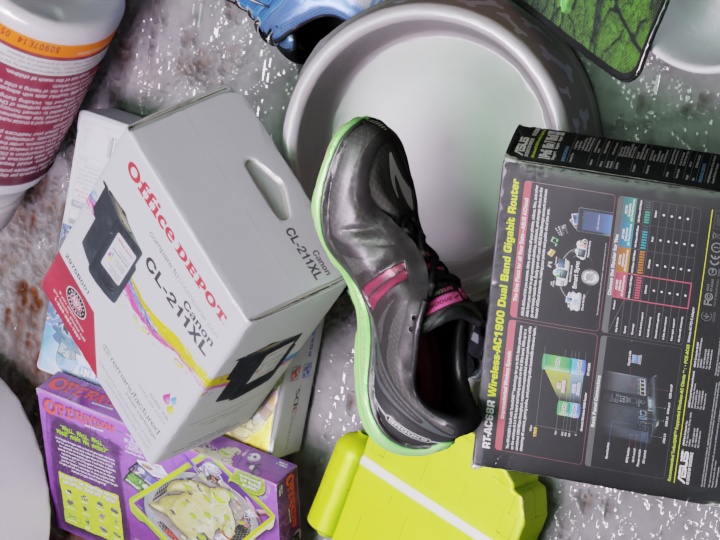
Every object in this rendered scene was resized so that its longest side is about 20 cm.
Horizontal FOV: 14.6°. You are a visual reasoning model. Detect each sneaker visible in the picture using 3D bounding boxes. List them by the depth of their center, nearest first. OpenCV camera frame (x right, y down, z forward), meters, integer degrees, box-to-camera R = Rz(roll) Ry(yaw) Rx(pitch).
[{"bbox_3d":[0.031,0.006,1.607,0.083,0.077,0.201,-5,104,44],"label":"sneaker"},{"bbox_3d":[-0.057,-0.176,1.757,0.199,0.078,0.090,9,99,32],"label":"sneaker"}]

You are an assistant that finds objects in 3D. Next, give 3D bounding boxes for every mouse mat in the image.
[{"bbox_3d":[0.146,-0.227,1.605,0.161,0.007,0.201,43,119,46],"label":"mouse mat"}]

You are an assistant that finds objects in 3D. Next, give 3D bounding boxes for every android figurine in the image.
[{"bbox_3d":[0.047,0.167,1.755,0.182,0.041,0.201,30,112,27],"label":"android figurine"}]

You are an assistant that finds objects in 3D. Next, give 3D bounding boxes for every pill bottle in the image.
[{"bbox_3d":[-0.241,-0.123,1.851,0.114,0.114,0.200,46,129,20],"label":"pill bottle"}]

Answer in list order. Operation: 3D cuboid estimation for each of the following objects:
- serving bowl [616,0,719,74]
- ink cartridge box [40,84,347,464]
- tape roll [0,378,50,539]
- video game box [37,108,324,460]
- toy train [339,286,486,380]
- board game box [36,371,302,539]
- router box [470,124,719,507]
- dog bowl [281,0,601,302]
[{"bbox_3d":[0.223,-0.206,1.558,0.200,0.066,0.202,-9,79,52],"label":"serving bowl"},{"bbox_3d":[-0.104,0.004,1.710,0.146,0.083,0.200,57,147,15],"label":"ink cartridge box"},{"bbox_3d":[-0.304,0.156,1.948,0.202,0.071,0.204,9,103,44],"label":"tape roll"},{"bbox_3d":[-0.112,0.007,1.836,0.199,0.047,0.183,20,104,30],"label":"video game box"},{"bbox_3d":[0.000,0.000,1.737,0.199,0.034,0.046,33,104,4],"label":"toy train"},{"bbox_3d":[-0.125,0.149,1.849,0.199,0.032,0.121,20,134,29],"label":"board game box"},{"bbox_3d":[0.148,0.026,1.607,0.149,0.062,0.201,9,114,9],"label":"router box"},{"bbox_3d":[0.043,-0.072,1.675,0.199,0.059,0.201,1,95,12],"label":"dog bowl"}]
